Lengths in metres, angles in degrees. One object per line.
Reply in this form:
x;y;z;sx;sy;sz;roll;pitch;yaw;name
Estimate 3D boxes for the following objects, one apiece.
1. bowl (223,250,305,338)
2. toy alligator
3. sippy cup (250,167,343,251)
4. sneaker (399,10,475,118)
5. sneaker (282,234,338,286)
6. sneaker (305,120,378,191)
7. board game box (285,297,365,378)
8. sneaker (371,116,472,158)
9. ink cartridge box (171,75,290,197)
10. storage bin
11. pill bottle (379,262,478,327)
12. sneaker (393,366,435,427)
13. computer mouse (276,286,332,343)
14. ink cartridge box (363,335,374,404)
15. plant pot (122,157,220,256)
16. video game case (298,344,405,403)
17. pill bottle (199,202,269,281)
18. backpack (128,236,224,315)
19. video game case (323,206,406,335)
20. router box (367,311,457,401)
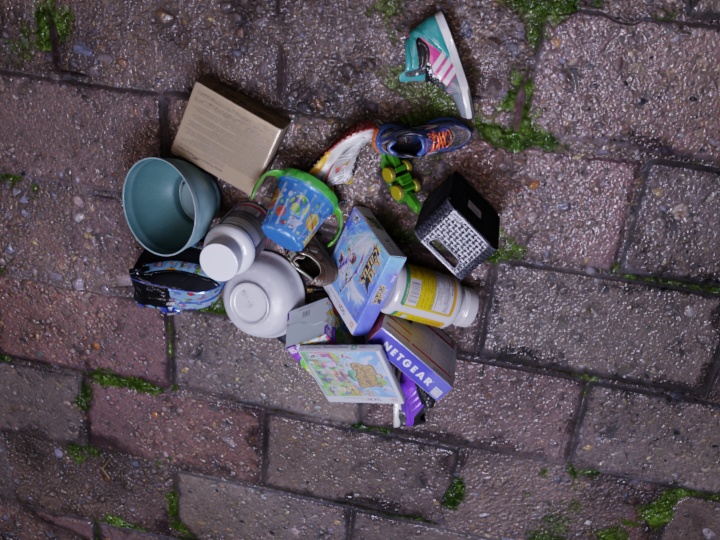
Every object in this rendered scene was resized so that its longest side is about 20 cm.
-0.228;0.064;1.616;0.198;0.090;0.204;4;104;16;bowl
0.065;-0.205;1.478;0.054;0.059;0.202;-25;91;56;toy alligator
-0.132;-0.116;1.483;0.176;0.131;0.140;21;163;23;sippy cup
0.135;-0.366;1.368;0.119;0.084;0.202;-19;101;14;sneaker
-0.128;-0.049;1.543;0.200;0.075;0.071;46;117;15;sneaker
-0.030;-0.227;1.480;0.082;0.078;0.200;42;125;-13;sneaker
-0.068;0.171;1.602;0.104;0.104;0.200;-21;134;20;board game box
0.124;-0.247;1.409;0.197;0.079;0.076;-11;118;-10;sneaker
-0.266;-0.276;1.500;0.198;0.075;0.166;29;118;-3;ink cartridge box
0.192;-0.092;1.416;0.135;0.200;0.094;43;115;-9;storage bin
0.142;0.055;1.521;0.198;0.113;0.114;15;119;-20;pill bottle
0.126;0.273;1.677;0.098;0.070;0.203;3;119;3;sneaker
-0.120;0.108;1.659;0.197;0.046;0.142;-5;115;14;computer mouse
0.036;0.189;1.636;0.037;0.095;0.203;-2;114;8;ink cartridge box
-0.380;-0.144;1.536;0.198;0.134;0.203;9;108;28;plant pot
-0.015;0.221;1.537;0.180;0.022;0.201;-2;139;20;video game case
-0.262;-0.059;1.528;0.109;0.200;0.112;5;116;10;pill bottle
-0.381;0.009;1.598;0.197;0.184;0.136;11;134;2;backpack
0.000;0.000;1.518;0.045;0.182;0.202;5;123;-34;video game case
0.115;0.155;1.557;0.200;0.180;0.049;41;115;-8;router box
